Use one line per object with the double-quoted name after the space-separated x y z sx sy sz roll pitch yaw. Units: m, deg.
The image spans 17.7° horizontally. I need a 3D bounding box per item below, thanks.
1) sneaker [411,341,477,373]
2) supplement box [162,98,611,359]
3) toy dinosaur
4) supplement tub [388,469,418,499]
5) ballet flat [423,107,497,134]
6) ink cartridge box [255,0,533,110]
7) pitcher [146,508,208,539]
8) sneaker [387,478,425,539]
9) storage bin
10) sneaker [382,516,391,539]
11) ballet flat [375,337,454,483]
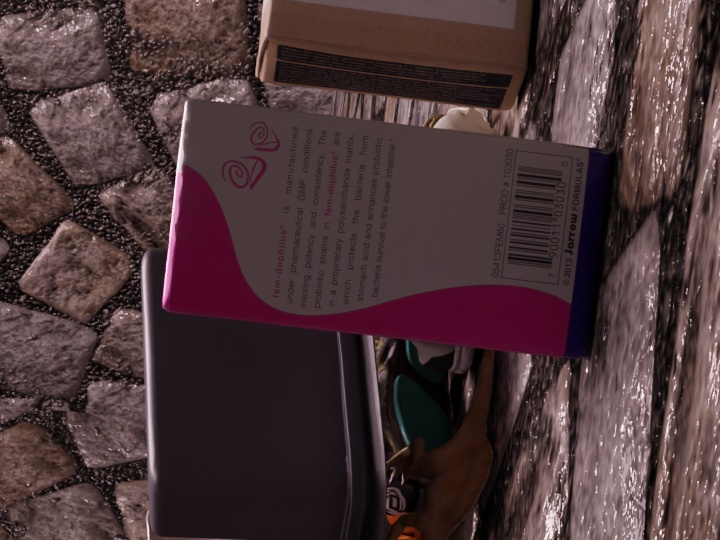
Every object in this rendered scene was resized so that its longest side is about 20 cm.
0.040 0.006 1.450 0.200 0.080 0.074 89 -177 -64 "sneaker"
0.009 -0.020 1.117 0.103 0.200 0.101 -154 72 -85 "supplement box"
0.056 0.122 1.383 0.101 0.058 0.200 -37 31 61 "toy dinosaur"
-0.022 0.204 1.723 0.123 0.122 0.200 113 164 -76 "supplement tub"
0.060 -0.076 1.514 0.200 0.069 0.070 -112 29 -83 "ballet flat"
0.027 -0.211 1.440 0.075 0.165 0.200 109 166 -73 "ink cartridge box"
-0.078 0.243 1.890 0.172 0.200 0.121 139 137 -85 "pitcher"
0.013 0.189 1.575 0.200 0.078 0.112 107 168 -68 "sneaker"
-0.062 0.073 1.379 0.146 0.134 0.200 98 169 -61 "storage bin"
-0.040 0.151 1.495 0.201 0.073 0.114 -100 31 -42 "sneaker"
0.027 0.091 1.568 0.200 0.072 0.072 -85 4 -57 "ballet flat"
